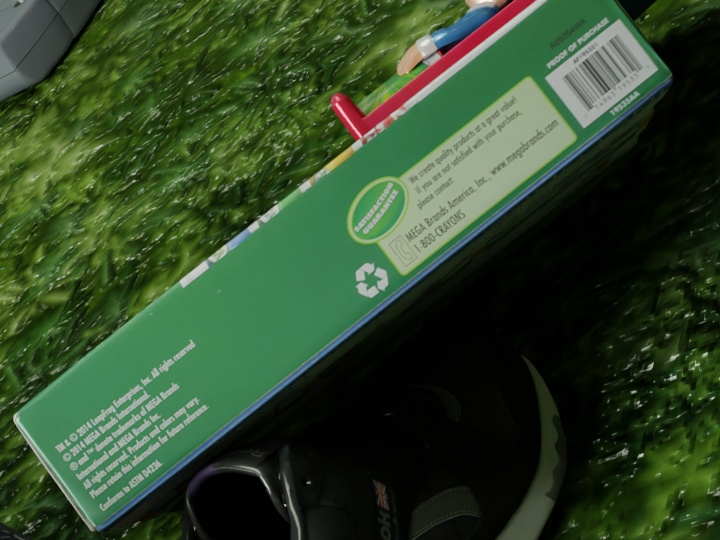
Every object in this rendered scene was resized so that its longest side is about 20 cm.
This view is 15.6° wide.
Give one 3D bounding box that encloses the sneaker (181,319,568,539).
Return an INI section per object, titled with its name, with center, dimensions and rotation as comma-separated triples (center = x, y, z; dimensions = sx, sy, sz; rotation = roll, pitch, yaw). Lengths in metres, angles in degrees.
[sneaker]
center = -0.002, 0.066, 0.729
dimensions = 0.075, 0.088, 0.201
rotation = -21, 30, 32

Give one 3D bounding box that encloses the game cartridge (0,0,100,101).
[game cartridge]
center = -0.189, -0.144, 1.395
dimensions = 0.132, 0.042, 0.201
rotation = -19, 31, 27

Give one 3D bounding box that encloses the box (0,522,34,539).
[box]
center = -0.159, 0.094, 0.721
dimensions = 0.051, 0.157, 0.200
rotation = -67, -18, 7

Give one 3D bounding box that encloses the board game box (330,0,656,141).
[board game box]
center = 0.038, -0.076, 0.862
dimensions = 0.200, 0.039, 0.158
rotation = -32, -7, -43

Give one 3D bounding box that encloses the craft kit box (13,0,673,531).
[craft kit box]
center = 0.000, 0.000, 0.790
dimensions = 0.200, 0.049, 0.198
rotation = -38, -7, -1
